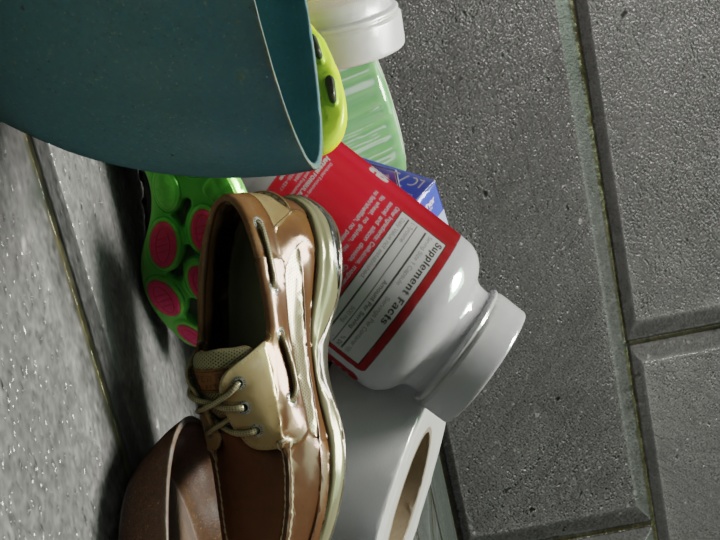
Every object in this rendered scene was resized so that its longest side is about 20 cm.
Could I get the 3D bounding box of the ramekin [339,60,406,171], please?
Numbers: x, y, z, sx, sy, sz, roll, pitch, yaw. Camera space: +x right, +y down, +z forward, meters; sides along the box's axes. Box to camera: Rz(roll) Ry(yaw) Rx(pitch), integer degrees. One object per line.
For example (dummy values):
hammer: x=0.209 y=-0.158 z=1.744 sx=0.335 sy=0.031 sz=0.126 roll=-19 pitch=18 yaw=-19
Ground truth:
ramekin: x=-0.038 y=-0.134 z=1.186 sx=0.200 sy=0.097 sz=0.202 roll=158 pitch=-90 yaw=-83

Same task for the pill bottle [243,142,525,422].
pill bottle: x=0.000 y=0.000 z=0.908 sx=0.199 sy=0.113 sz=0.112 roll=38 pitch=9 yaw=-2

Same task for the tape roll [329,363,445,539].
tape roll: x=0.002 y=0.150 z=1.009 sx=0.202 sy=0.070 sz=0.205 roll=16 pitch=90 yaw=-79

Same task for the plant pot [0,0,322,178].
plant pot: x=-0.100 y=-0.125 z=0.566 sx=0.200 sy=0.133 sz=0.203 roll=-11 pitch=90 yaw=-85

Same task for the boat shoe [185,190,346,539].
boat shoe: x=-0.056 y=0.056 z=0.737 sx=0.073 sy=0.075 sz=0.203 roll=16 pitch=68 yaw=-48

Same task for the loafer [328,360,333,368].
loafer: x=-0.048 y=0.077 z=1.020 sx=0.200 sy=0.067 sz=0.077 roll=79 pitch=32 yaw=-71

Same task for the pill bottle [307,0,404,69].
pill bottle: x=-0.032 y=-0.228 z=0.883 sx=0.113 sy=0.111 sz=0.202 roll=-87 pitch=167 yaw=-69

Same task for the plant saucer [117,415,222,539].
plant saucer: x=-0.081 y=0.174 z=0.718 sx=0.200 sy=0.034 sz=0.203 roll=-12 pitch=90 yaw=-85

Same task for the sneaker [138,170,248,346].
sneaker: x=-0.094 y=-0.054 z=0.822 sx=0.084 sy=0.076 sz=0.203 roll=-70 pitch=150 yaw=-72

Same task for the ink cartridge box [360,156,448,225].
ink cartridge box: x=0.014 y=-0.016 z=1.025 sx=0.042 sy=0.118 sz=0.201 roll=-48 pitch=138 yaw=-26

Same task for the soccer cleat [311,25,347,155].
soccer cleat: x=-0.072 y=-0.133 z=0.863 sx=0.200 sy=0.065 sz=0.084 roll=45 pitch=-9 yaw=23
